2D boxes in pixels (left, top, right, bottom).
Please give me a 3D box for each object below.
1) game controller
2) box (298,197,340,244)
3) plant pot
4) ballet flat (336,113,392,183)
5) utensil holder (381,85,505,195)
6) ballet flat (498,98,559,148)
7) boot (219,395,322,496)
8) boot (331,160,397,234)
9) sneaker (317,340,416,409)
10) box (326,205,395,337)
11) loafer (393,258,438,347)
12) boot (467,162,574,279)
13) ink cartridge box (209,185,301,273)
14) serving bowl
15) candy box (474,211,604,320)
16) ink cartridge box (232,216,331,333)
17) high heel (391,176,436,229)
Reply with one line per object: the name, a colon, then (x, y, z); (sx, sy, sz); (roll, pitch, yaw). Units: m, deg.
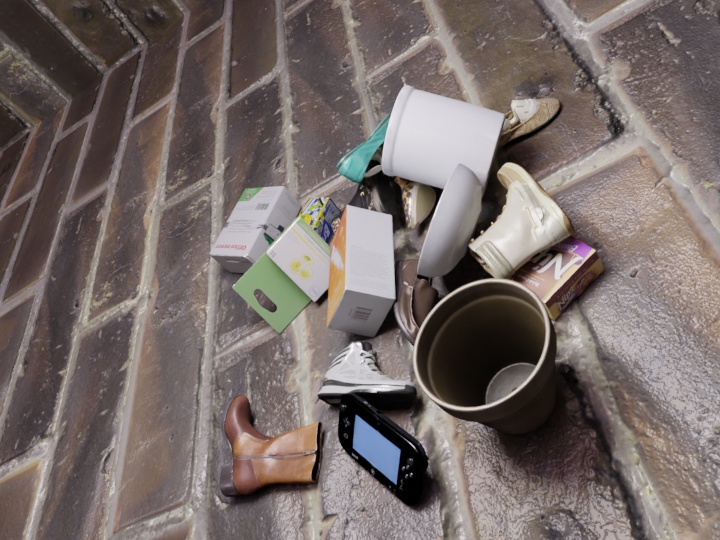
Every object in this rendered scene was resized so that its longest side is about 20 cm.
game controller: (0.029, 0.276, 1.010); (0.199, 0.042, 0.107); (28, 111, 46)
box: (-0.117, -0.063, 1.418); (0.069, 0.064, 0.203); (4, 59, 40)
plant pot: (0.199, 0.142, 0.917); (0.197, 0.174, 0.203); (-21, 46, 24)
ballet flat: (0.028, -0.238, 1.296); (0.201, 0.070, 0.067); (-51, 4, -35)
utensil holder: (0.157, -0.238, 1.218); (0.196, 0.171, 0.172); (18, 64, 10)
ballet flat: (0.298, -0.295, 1.279); (0.198, 0.065, 0.071); (-32, 41, 13)
boot: (-0.160, 0.296, 1.155); (0.197, 0.069, 0.191); (-20, 46, 24)
boot: (0.001, -0.153, 1.361); (0.150, 0.072, 0.203); (-42, 45, 33)
sneaker: (0.017, 0.171, 1.111); (0.197, 0.076, 0.117); (-7, 54, 37)
box: (0.000, 0.000, 1.209); (0.125, 0.095, 0.203); (116, 161, -47)
loafer: (0.102, 0.048, 1.146); (0.070, 0.073, 0.203); (-24, 45, 21)
boot: (0.239, -0.081, 1.067); (0.154, 0.072, 0.201); (-38, 41, 10)
ink cartridge box: (-0.249, -0.095, 1.534); (0.144, 0.084, 0.203); (3, 59, 40)
serving bowl: (0.163, -0.076, 1.105); (0.065, 0.201, 0.203); (21, 67, 10)
candy box: (0.287, -0.022, 1.072); (0.117, 0.057, 0.200); (-43, 40, 0)
ink cartridge box: (-0.144, 0.012, 1.317); (0.200, 0.146, 0.048); (-47, 13, -5)
high heel: (0.087, -0.156, 1.344); (0.141, 0.071, 0.203); (-17, 49, 43)
